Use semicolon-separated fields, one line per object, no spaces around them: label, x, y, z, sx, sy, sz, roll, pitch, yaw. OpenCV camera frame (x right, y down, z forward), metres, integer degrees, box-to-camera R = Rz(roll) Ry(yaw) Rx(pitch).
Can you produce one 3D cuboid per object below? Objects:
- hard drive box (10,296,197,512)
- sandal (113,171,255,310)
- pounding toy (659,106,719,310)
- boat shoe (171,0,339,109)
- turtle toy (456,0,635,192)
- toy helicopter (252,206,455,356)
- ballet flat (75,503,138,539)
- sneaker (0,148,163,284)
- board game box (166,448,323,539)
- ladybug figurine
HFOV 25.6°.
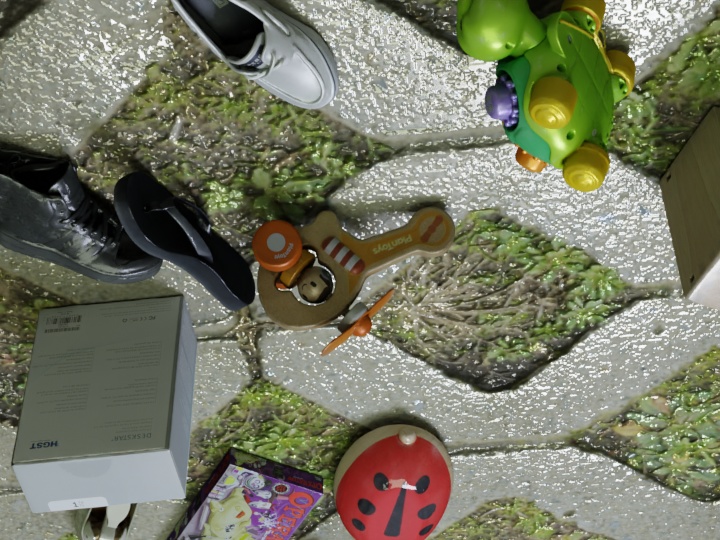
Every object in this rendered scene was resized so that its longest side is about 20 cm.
hard drive box;-0.247;0.128;1.554;0.154;0.201;0.077;-5;134;5
sandal;-0.158;-0.035;1.492;0.043;0.077;0.200;-25;140;24
pounding toy;0.383;-0.011;1.438;0.198;0.185;0.143;17;132;-17
boat shoe;-0.094;-0.193;1.340;0.073;0.066;0.199;-35;125;28
turtle toy;0.152;-0.166;1.335;0.100;0.147;0.201;-4;138;34
toy helicopter;0.000;0.000;1.497;0.198;0.134;0.079;-21;163;-4
ballet flat;-0.285;0.275;1.789;0.067;0.063;0.201;12;133;-12
sneaker;-0.274;-0.055;1.474;0.197;0.060;0.105;14;136;-8
board game box;-0.138;0.289;1.831;0.119;0.033;0.201;16;131;-22
ladybug figurine;0.037;0.252;1.764;0.134;0.072;0.201;3;134;-3
